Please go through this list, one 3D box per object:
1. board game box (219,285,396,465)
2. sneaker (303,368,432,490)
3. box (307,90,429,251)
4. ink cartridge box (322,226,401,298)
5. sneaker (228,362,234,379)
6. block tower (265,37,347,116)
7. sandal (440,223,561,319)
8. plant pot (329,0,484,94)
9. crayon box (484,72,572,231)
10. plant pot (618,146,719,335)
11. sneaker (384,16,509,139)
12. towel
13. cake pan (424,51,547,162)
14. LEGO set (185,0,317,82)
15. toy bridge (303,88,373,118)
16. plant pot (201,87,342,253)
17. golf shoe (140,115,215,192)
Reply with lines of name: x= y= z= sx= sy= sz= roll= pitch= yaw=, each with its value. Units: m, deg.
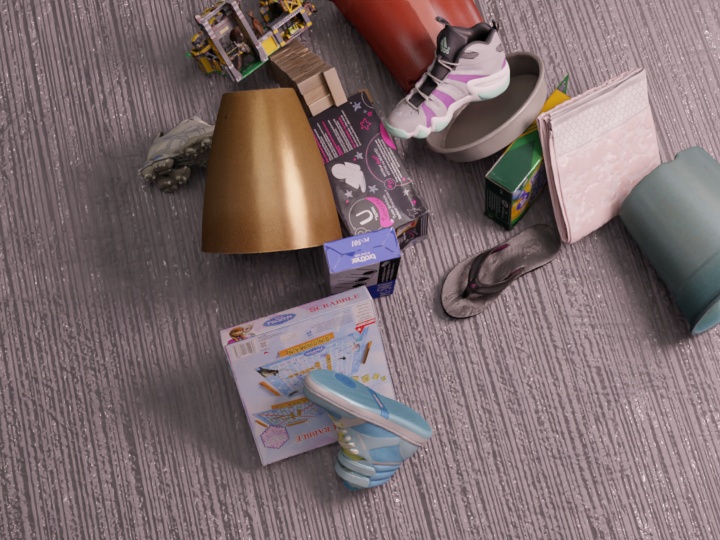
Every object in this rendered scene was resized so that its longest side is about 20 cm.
board game box: x=-0.062 y=0.140 z=1.397 sx=0.199 sy=0.041 sz=0.201 roll=-16 pitch=119 yaw=-6
sneaker: x=-0.015 y=0.216 z=1.380 sx=0.199 sy=0.080 sz=0.131 roll=30 pitch=104 yaw=-25
box: x=0.001 y=-0.121 z=1.491 sx=0.114 sy=0.132 sz=0.201 roll=-25 pitch=76 yaw=-4
ink cartridge box: x=0.000 y=0.000 z=1.419 sx=0.093 sy=0.200 sz=0.044 roll=-13 pitch=76 yaw=-4
sneaker: x=-0.082 y=0.133 z=1.441 sx=0.199 sy=0.082 sz=0.074 roll=-1 pitch=75 yaw=-1
block tower: x=-0.085 y=-0.279 z=1.512 sx=0.058 sy=0.054 sz=0.200 roll=-30 pitch=32 yaw=-8
sandal: x=0.195 y=-0.006 z=1.503 sx=0.200 sy=0.048 sz=0.075 roll=-34 pitch=77 yaw=-11
plant pot: x=0.078 y=-0.375 z=1.543 sx=0.200 sy=0.201 sz=0.196 roll=-30 pitch=84 yaw=-9
crayon box: x=0.253 y=-0.166 z=1.507 sx=0.051 sy=0.126 sz=0.200 roll=34 pitch=76 yaw=18
plant pot: x=0.470 y=-0.050 z=1.454 sx=0.200 sy=0.200 sz=0.196 roll=-32 pitch=69 yaw=-9
sneaker: x=0.107 y=-0.273 z=1.427 sx=0.199 sy=0.140 sz=0.078 roll=-34 pitch=47 yaw=-17
towel: x=0.339 y=-0.160 z=1.479 sx=0.199 sy=0.032 sz=0.192 roll=-29 pitch=117 yaw=-25
cake pan: x=0.181 y=-0.229 z=1.511 sx=0.201 sy=0.200 sz=0.037 roll=-50 pitch=120 yaw=-13
LEGO set: x=-0.173 y=-0.372 z=1.541 sx=0.199 sy=0.116 sz=0.154 roll=-34 pitch=33 yaw=-5
toy bridge: x=-0.076 y=-0.212 z=1.543 sx=0.199 sy=0.067 sz=0.027 roll=-23 pitch=75 yaw=-29
plant pot: x=-0.122 y=-0.132 z=1.383 sx=0.185 sy=0.186 sz=0.201 roll=-4 pitch=98 yaw=-2
golf shoe: x=-0.228 y=-0.188 z=1.502 sx=0.199 sy=0.078 sz=0.098 roll=-15 pitch=57 yaw=29
